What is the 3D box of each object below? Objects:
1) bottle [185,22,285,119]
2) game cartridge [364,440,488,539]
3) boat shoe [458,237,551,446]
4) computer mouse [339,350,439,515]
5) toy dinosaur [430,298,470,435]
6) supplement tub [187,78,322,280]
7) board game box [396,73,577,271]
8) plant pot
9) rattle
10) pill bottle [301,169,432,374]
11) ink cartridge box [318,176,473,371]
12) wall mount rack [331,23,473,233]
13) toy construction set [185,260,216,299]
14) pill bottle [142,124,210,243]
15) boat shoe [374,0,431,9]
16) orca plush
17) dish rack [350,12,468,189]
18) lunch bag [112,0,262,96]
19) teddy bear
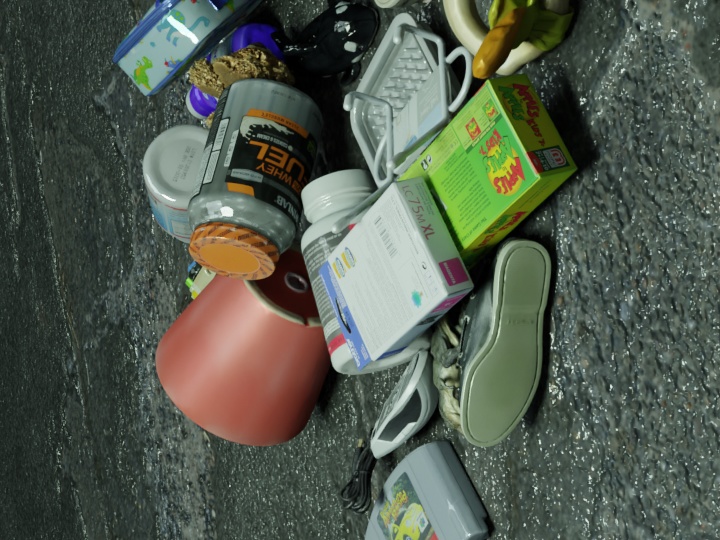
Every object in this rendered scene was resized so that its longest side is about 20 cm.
[{"bbox_3d":[-0.161,-0.241,1.845,0.200,0.065,0.084,-24,70,59],"label":"bottle"},{"bbox_3d":[0.065,0.277,1.569,0.133,0.041,0.200,66,146,36],"label":"game cartridge"},{"bbox_3d":[0.127,0.063,1.384,0.066,0.074,0.199,-142,57,-68],"label":"boat shoe"},{"bbox_3d":[0.040,0.166,1.562,0.200,0.044,0.110,-60,5,40],"label":"computer mouse"},{"bbox_3d":[0.094,0.068,1.474,0.088,0.047,0.200,159,107,-66],"label":"toy dinosaur"},{"bbox_3d":[-0.118,-0.099,1.617,0.123,0.122,0.200,-34,39,57],"label":"supplement tub"},{"bbox_3d":[0.106,-0.081,1.347,0.200,0.048,0.102,-47,65,52],"label":"board game box"},{"bbox_3d":[-0.112,0.073,1.707,0.177,0.200,0.200,-57,46,33],"label":"plant pot"},{"bbox_3d":[0.084,-0.263,1.298,0.200,0.143,0.130,60,148,1],"label":"rattle"},{"bbox_3d":[0.000,0.000,1.558,0.111,0.111,0.200,-42,59,55],"label":"pill bottle"},{"bbox_3d":[0.029,0.008,1.418,0.200,0.042,0.119,-45,64,54],"label":"ink cartridge box"},{"bbox_3d":[0.032,-0.129,1.401,0.200,0.075,0.174,132,146,-50],"label":"wall mount rack"},{"bbox_3d":[-0.149,-0.021,1.822,0.092,0.131,0.200,33,120,26],"label":"toy construction set"},{"bbox_3d":[-0.215,-0.102,1.875,0.200,0.109,0.109,104,153,-74],"label":"pill bottle"},{"bbox_3d":[0.083,-0.317,1.430,0.200,0.057,0.067,-34,68,51],"label":"boat shoe"},{"bbox_3d":[-0.059,-0.261,1.657,0.200,0.071,0.105,18,111,58],"label":"orca plush"},{"bbox_3d":[0.063,-0.142,1.493,0.200,0.044,0.172,66,146,29],"label":"dish rack"},{"bbox_3d":[-0.192,-0.304,1.750,0.082,0.200,0.161,48,134,-9],"label":"lunch bag"},{"bbox_3d":[-0.129,-0.204,1.735,0.145,0.067,0.200,22,154,21],"label":"teddy bear"}]
